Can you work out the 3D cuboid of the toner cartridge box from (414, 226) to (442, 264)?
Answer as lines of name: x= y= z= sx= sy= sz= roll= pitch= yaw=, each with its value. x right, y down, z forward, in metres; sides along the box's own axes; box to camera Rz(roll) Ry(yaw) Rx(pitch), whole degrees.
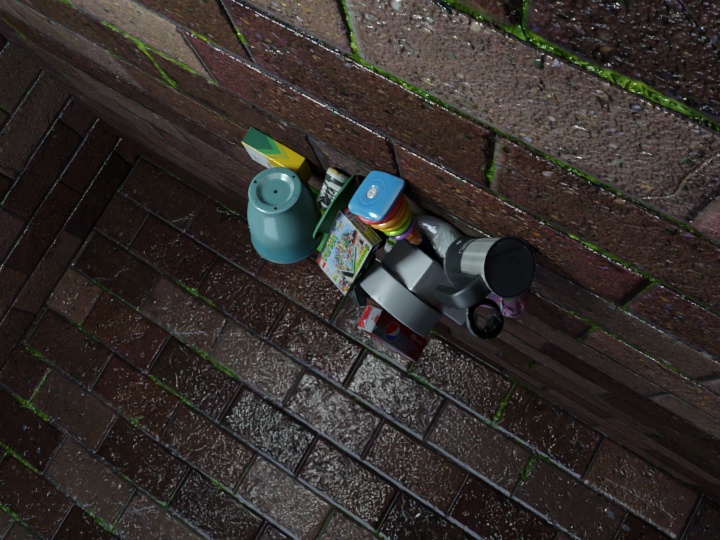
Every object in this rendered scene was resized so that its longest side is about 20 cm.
toner cartridge box: x=0.185 y=-0.053 z=1.656 sx=0.198 sy=0.044 sz=0.095 roll=27 pitch=169 yaw=-1

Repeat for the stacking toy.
stacking toy: x=0.075 y=-0.110 z=1.507 sx=0.115 sy=0.111 sz=0.200 roll=25 pitch=167 yaw=45

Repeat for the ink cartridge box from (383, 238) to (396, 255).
ink cartridge box: x=0.141 y=-0.053 z=1.814 sx=0.147 sy=0.076 sz=0.200 roll=32 pitch=172 yaw=5

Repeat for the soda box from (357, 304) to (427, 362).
soda box: x=0.086 y=0.166 z=1.855 sx=0.199 sy=0.071 sz=0.063 roll=36 pitch=167 yaw=-38

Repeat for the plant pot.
plant pot: x=-0.197 y=-0.150 z=1.773 sx=0.198 sy=0.201 sz=0.189 roll=29 pitch=158 yaw=18

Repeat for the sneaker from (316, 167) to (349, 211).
sneaker: x=-0.066 y=-0.188 z=1.734 sx=0.075 sy=0.088 sz=0.200 roll=33 pitch=172 yaw=3

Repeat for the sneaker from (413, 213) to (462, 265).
sneaker: x=0.193 y=-0.053 z=1.558 sx=0.199 sy=0.081 sz=0.070 roll=33 pitch=175 yaw=1

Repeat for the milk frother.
milk frother: x=0.270 y=0.039 z=1.422 sx=0.199 sy=0.182 sz=0.188 roll=37 pitch=173 yaw=-16

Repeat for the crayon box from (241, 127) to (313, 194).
crayon box: x=-0.200 y=-0.281 z=1.820 sx=0.198 sy=0.052 sz=0.126 roll=32 pitch=173 yaw=10

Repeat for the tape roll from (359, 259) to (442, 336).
tape roll: x=0.092 y=0.063 z=1.615 sx=0.199 sy=0.066 sz=0.200 roll=39 pitch=-175 yaw=-4

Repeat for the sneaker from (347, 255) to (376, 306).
sneaker: x=0.000 y=0.000 z=1.686 sx=0.076 sy=0.090 sz=0.202 roll=46 pitch=154 yaw=47

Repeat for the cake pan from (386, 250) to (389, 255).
cake pan: x=0.143 y=0.019 z=1.824 sx=0.198 sy=0.037 sz=0.200 roll=32 pitch=173 yaw=4

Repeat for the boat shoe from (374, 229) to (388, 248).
boat shoe: x=0.028 y=-0.120 z=1.899 sx=0.066 sy=0.074 sz=0.200 roll=40 pitch=173 yaw=24

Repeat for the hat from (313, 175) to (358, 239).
hat: x=0.015 y=-0.107 z=1.620 sx=0.175 sy=0.201 sz=0.166 roll=35 pitch=163 yaw=2

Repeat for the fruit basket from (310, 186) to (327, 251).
fruit basket: x=-0.109 y=-0.168 z=2.006 sx=0.211 sy=0.157 sz=0.218 roll=4 pitch=135 yaw=4

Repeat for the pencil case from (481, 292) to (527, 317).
pencil case: x=0.326 y=0.062 z=1.749 sx=0.087 sy=0.088 sz=0.199 roll=34 pitch=172 yaw=-25

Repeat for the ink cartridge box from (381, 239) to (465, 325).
ink cartridge box: x=0.165 y=0.024 z=1.622 sx=0.199 sy=0.085 sz=0.145 roll=35 pitch=-174 yaw=-38

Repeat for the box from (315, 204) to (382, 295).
box: x=-0.029 y=-0.042 z=1.564 sx=0.110 sy=0.035 sz=0.201 roll=47 pitch=144 yaw=14

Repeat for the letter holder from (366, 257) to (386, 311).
letter holder: x=0.080 y=0.061 z=1.833 sx=0.141 sy=0.102 sz=0.200 roll=26 pitch=171 yaw=24
